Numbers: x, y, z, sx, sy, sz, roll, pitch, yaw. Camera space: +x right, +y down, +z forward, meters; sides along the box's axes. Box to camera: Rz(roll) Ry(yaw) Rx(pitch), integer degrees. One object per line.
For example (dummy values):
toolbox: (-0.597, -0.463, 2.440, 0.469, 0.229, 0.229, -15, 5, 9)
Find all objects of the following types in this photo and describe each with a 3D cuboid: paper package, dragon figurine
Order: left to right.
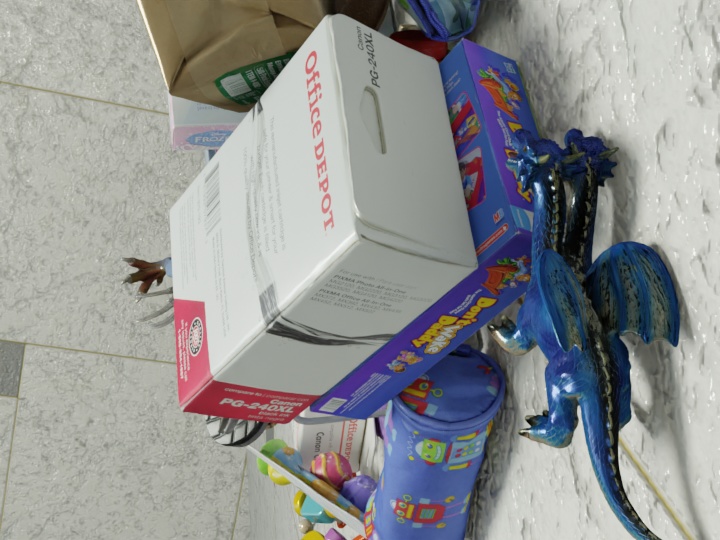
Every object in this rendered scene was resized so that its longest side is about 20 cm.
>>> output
paper package: (-0.082, -0.205, 0.673, 0.200, 0.102, 0.194, -45, -64, -84)
dragon figurine: (0.101, 0.024, 0.463, 0.100, 0.058, 0.202, 98, 165, -47)

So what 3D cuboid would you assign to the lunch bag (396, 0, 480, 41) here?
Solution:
lunch bag: (0.023, -0.256, 0.631, 0.171, 0.125, 0.203, -112, 10, -61)

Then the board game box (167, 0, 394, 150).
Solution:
board game box: (-0.069, -0.202, 0.897, 0.044, 0.196, 0.203, 114, 151, -63)

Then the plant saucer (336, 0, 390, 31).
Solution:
plant saucer: (-0.061, -0.257, 0.840, 0.036, 0.197, 0.205, 1, 96, 57)

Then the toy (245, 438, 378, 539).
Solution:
toy: (-0.021, 0.188, 0.911, 0.198, 0.048, 0.115, 15, 156, 49)

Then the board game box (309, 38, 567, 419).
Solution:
board game box: (0.030, -0.018, 0.630, 0.200, 0.044, 0.137, -43, 45, 41)

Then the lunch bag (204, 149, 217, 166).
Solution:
lunch bag: (-0.065, -0.125, 0.988, 0.127, 0.166, 0.204, 136, 126, -79)

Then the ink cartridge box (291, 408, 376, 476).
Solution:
ink cartridge box: (-0.034, 0.116, 1.018, 0.118, 0.066, 0.202, 97, 166, -46)

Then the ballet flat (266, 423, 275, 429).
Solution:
ballet flat: (-0.097, 0.088, 1.049, 0.068, 0.067, 0.202, 55, 157, 37)

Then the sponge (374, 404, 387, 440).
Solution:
sponge: (0.021, 0.095, 0.976, 0.200, 0.029, 0.114, 177, 90, -80)

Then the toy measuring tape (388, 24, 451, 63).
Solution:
toy measuring tape: (0.046, -0.141, 0.743, 0.201, 0.072, 0.075, -66, -21, -64)

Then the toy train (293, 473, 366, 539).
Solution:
toy train: (-0.004, 0.255, 1.060, 0.150, 0.055, 0.201, -40, 27, 18)

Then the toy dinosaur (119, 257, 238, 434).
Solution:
toy dinosaur: (-0.102, 0.007, 0.777, 0.179, 0.105, 0.203, -3, 58, 44)

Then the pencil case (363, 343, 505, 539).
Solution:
pencil case: (0.048, 0.132, 0.733, 0.202, 0.076, 0.088, 97, -175, -46)

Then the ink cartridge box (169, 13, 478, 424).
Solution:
ink cartridge box: (-0.031, -0.021, 0.605, 0.200, 0.082, 0.148, -41, 46, 42)

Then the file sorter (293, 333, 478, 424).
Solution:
file sorter: (0.000, 0.000, 0.811, 0.139, 0.122, 0.203, 107, 157, -60)

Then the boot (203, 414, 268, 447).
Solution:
boot: (-0.068, 0.074, 0.894, 0.132, 0.069, 0.203, 54, -145, -50)
